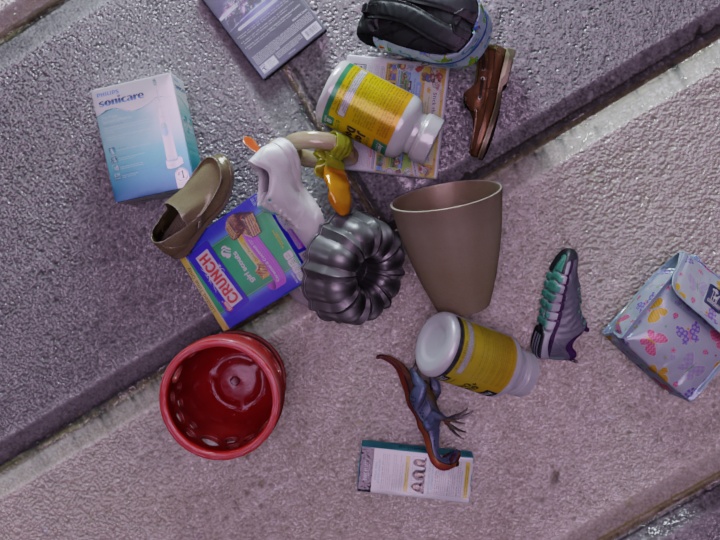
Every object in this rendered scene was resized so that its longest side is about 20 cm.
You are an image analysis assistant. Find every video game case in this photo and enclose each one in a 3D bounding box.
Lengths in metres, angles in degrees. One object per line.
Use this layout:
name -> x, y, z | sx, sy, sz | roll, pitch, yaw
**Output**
video game case -> 0.056, -0.269, 1.439 | 0.181, 0.023, 0.201 | 7, 92, 3
video game case -> -0.175, -0.458, 1.446 | 0.143, 0.019, 0.200 | -37, 89, 4

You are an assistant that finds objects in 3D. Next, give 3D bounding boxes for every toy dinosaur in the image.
toy dinosaur -> 0.121, 0.249, 1.424 | 0.200, 0.105, 0.182 | 4, 83, 37

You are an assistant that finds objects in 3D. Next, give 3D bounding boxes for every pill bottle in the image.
pill bottle -> 0.035, -0.259, 1.373 | 0.200, 0.113, 0.113 | 27, 94, 2
pill bottle -> 0.200, 0.148, 1.377 | 0.200, 0.112, 0.112 | 21, 94, -26

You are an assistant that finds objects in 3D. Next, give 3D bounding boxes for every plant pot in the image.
plant pot -> 0.160, -0.032, 1.378 | 0.187, 0.187, 0.201 | -11, 107, 4
plant pot -> -0.221, 0.204, 1.397 | 0.200, 0.182, 0.201 | 0, 92, 4

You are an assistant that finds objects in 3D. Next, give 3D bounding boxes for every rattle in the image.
rattle -> -0.107, -0.162, 1.390 | 0.199, 0.130, 0.143 | -1, 94, 13

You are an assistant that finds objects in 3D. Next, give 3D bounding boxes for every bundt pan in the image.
bundt pan -> 0.000, 0.000, 1.367 | 0.076, 0.202, 0.202 | 18, 95, 44

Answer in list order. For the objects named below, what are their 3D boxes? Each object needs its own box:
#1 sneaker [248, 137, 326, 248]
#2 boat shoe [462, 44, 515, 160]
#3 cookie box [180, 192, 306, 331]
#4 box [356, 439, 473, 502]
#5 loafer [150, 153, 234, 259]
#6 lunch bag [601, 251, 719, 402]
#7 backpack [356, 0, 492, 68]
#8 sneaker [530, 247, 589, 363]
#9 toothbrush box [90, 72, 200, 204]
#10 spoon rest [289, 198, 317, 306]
sneaker -> -0.124, -0.108, 1.332 | 0.088, 0.075, 0.200 | -35, 114, -30
boat shoe -> 0.209, -0.290, 1.410 | 0.068, 0.072, 0.201 | 15, 84, 6
cookie box -> -0.192, -0.018, 1.412 | 0.200, 0.075, 0.171 | -32, 91, 24
box -> 0.096, 0.355, 1.451 | 0.199, 0.049, 0.083 | 6, 92, 3
loafer -> -0.280, -0.106, 1.364 | 0.076, 0.067, 0.200 | 37, 103, 28
lunch bag -> 0.542, 0.088, 1.376 | 0.170, 0.127, 0.200 | 43, 88, -1
backpack -> 0.122, -0.417, 1.367 | 0.200, 0.154, 0.164 | 25, 90, 38
sneaker -> 0.360, 0.062, 1.419 | 0.087, 0.074, 0.201 | 11, 104, -7
toothbrush box -> -0.369, -0.228, 1.434 | 0.146, 0.085, 0.201 | -13, 93, 3
spoon rest -> -0.086, -0.032, 1.449 | 0.099, 0.061, 0.201 | 0, 106, 5
